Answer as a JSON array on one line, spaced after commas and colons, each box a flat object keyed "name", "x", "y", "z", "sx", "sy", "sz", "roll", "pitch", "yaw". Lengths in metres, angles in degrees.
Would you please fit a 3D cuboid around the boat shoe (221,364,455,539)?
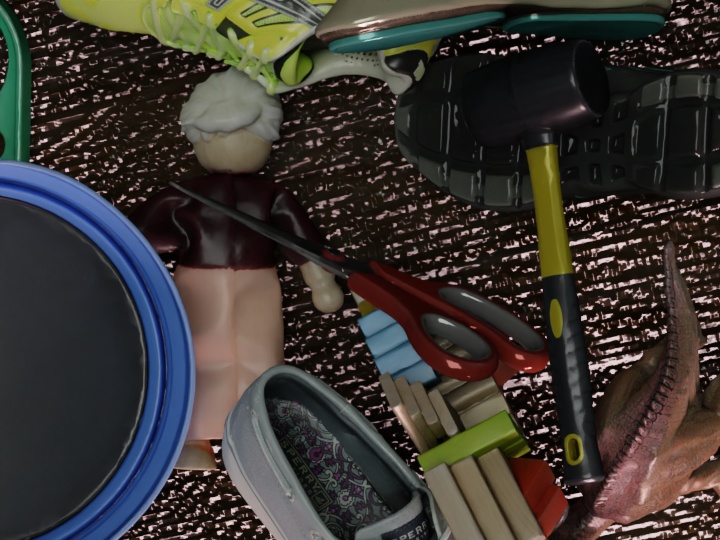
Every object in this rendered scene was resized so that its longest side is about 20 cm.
[{"name": "boat shoe", "x": 0.009, "y": 0.128, "z": 0.937, "sx": 0.070, "sy": 0.072, "sz": 0.201, "roll": -35, "pitch": 75, "yaw": -27}]

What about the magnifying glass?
[{"name": "magnifying glass", "x": -0.188, "y": -0.057, "z": 1.045, "sx": 0.079, "sy": 0.022, "sz": 0.201, "roll": -24, "pitch": 89, "yaw": 7}]

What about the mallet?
[{"name": "mallet", "x": 0.080, "y": -0.003, "z": 0.921, "sx": 0.066, "sy": 0.041, "sz": 0.202, "roll": -5, "pitch": 82, "yaw": 34}]

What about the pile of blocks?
[{"name": "pile of blocks", "x": 0.048, "y": 0.054, "z": 0.948, "sx": 0.062, "sy": 0.082, "sz": 0.201, "roll": -29, "pitch": 45, "yaw": 4}]

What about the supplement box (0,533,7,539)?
[{"name": "supplement box", "x": -0.196, "y": 0.137, "z": 1.004, "sx": 0.066, "sy": 0.069, "sz": 0.200, "roll": -37, "pitch": 100, "yaw": 23}]

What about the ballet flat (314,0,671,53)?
[{"name": "ballet flat", "x": 0.060, "y": -0.138, "z": 0.947, "sx": 0.199, "sy": 0.069, "sz": 0.070, "roll": -7, "pitch": 90, "yaw": -35}]

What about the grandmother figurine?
[{"name": "grandmother figurine", "x": -0.070, "y": -0.002, "z": 1.015, "sx": 0.120, "sy": 0.061, "sz": 0.202, "roll": 4, "pitch": 89, "yaw": -20}]

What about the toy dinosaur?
[{"name": "toy dinosaur", "x": 0.126, "y": 0.089, "z": 0.942, "sx": 0.135, "sy": 0.201, "sz": 0.086, "roll": -30, "pitch": 56, "yaw": -30}]

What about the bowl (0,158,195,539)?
[{"name": "bowl", "x": -0.178, "y": 0.049, "z": 0.945, "sx": 0.199, "sy": 0.039, "sz": 0.202, "roll": 0, "pitch": 91, "yaw": -18}]

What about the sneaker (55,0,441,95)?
[{"name": "sneaker", "x": -0.056, "y": -0.130, "z": 0.987, "sx": 0.198, "sy": 0.076, "sz": 0.077, "roll": 2, "pitch": 59, "yaw": 9}]

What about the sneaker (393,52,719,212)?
[{"name": "sneaker", "x": 0.112, "y": -0.064, "z": 0.982, "sx": 0.199, "sy": 0.079, "sz": 0.076, "roll": 8, "pitch": 98, "yaw": 28}]

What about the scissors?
[{"name": "scissors", "x": 0.000, "y": 0.000, "z": 0.964, "sx": 0.199, "sy": 0.073, "sz": 0.014, "roll": 31, "pitch": 120, "yaw": 28}]
